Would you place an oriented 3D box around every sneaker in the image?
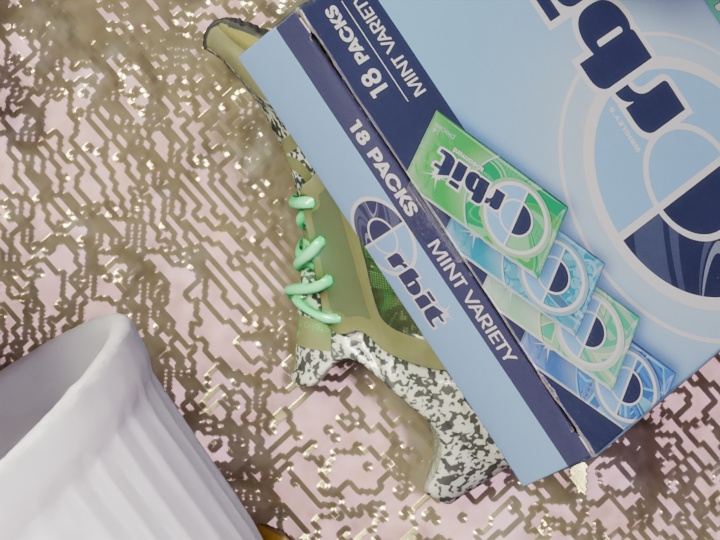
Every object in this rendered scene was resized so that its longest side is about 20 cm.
[{"bbox_3d":[0.000,0.000,0.870,0.089,0.077,0.200,-40,89,3],"label":"sneaker"}]

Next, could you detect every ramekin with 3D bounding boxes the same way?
[{"bbox_3d":[-0.123,0.113,0.785,0.200,0.200,0.098,-40,101,-8],"label":"ramekin"}]

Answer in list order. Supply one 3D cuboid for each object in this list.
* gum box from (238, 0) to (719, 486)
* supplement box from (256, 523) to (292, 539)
[{"bbox_3d":[0.081,-0.051,0.848,0.200,0.045,0.170,-35,93,-37],"label":"gum box"},{"bbox_3d":[-0.039,0.200,0.843,0.110,0.086,0.200,33,83,-6],"label":"supplement box"}]
